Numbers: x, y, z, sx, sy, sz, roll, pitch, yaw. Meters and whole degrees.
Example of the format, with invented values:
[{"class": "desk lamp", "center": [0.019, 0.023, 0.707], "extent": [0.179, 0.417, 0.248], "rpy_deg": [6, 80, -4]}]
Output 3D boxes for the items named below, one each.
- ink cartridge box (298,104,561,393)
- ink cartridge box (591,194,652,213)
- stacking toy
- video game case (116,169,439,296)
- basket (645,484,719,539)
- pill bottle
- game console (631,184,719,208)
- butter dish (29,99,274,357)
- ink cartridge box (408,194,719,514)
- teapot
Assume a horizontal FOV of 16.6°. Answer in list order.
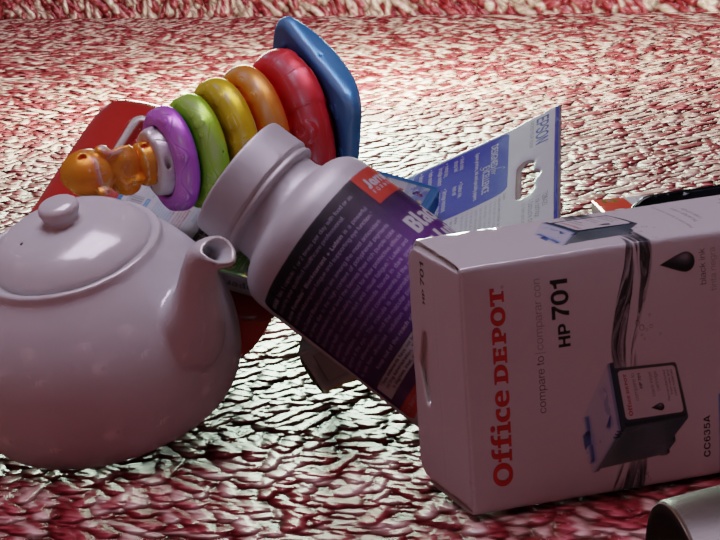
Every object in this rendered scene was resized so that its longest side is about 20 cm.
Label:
[{"class": "ink cartridge box", "center": [0.058, -0.018, 1.704], "extent": [0.199, 0.047, 0.198], "rpy_deg": [-23, 24, 16]}, {"class": "ink cartridge box", "center": [0.225, -0.027, 1.951], "extent": [0.198, 0.051, 0.109], "rpy_deg": [-5, 12, -4]}, {"class": "stacking toy", "center": [-0.104, -0.079, 1.619], "extent": [0.199, 0.110, 0.116], "rpy_deg": [-16, 46, -25]}, {"class": "video game case", "center": [-0.062, -0.035, 1.676], "extent": [0.199, 0.018, 0.143], "rpy_deg": [16, 42, 14]}, {"class": "basket", "center": [0.229, 0.133, 1.027], "extent": [0.198, 0.137, 0.180], "rpy_deg": [-10, 9, -8]}, {"class": "pill bottle", "center": [0.000, 0.000, 1.540], "extent": [0.200, 0.112, 0.111], "rpy_deg": [37, 22, 7]}, {"class": "game console", "center": [0.300, 0.006, 1.629], "extent": [0.198, 0.174, 0.119], "rpy_deg": [-8, -14, -18]}, {"class": "butter dish", "center": [-0.124, -0.005, 1.763], "extent": [0.198, 0.149, 0.201], "rpy_deg": [13, 42, 11]}, {"class": "ink cartridge box", "center": [0.137, 0.047, 1.412], "extent": [0.198, 0.148, 0.086], "rpy_deg": [-9, 15, -17]}, {"class": "teapot", "center": [-0.177, 0.019, 1.556], "extent": [0.199, 0.147, 0.198], "rpy_deg": [-18, 29, -5]}]
